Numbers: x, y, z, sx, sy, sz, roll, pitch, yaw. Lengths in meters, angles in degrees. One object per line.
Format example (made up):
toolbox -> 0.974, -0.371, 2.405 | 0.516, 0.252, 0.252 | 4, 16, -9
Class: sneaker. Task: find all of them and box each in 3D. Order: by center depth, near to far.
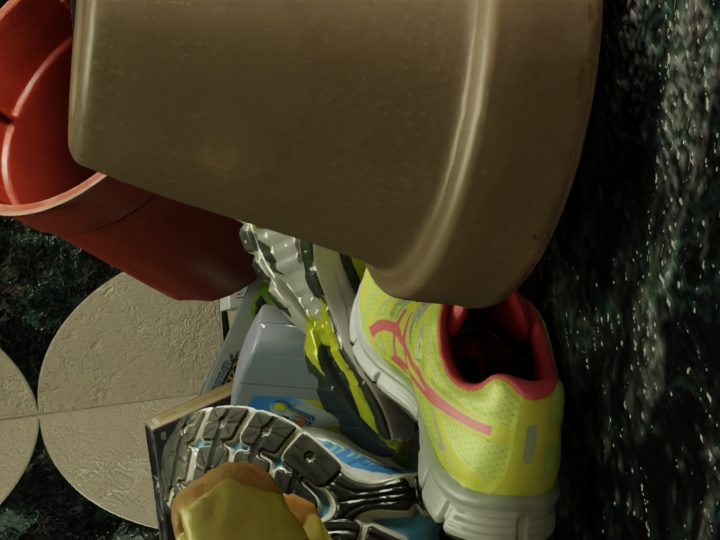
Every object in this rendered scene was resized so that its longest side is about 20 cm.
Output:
sneaker -> 0.051, 0.031, 0.625 | 0.200, 0.078, 0.091 | -118, 32, -54
sneaker -> -0.015, 0.133, 0.734 | 0.090, 0.199, 0.079 | 67, -139, -75
sneaker -> -0.003, -0.001, 0.746 | 0.074, 0.084, 0.201 | -7, 107, 55

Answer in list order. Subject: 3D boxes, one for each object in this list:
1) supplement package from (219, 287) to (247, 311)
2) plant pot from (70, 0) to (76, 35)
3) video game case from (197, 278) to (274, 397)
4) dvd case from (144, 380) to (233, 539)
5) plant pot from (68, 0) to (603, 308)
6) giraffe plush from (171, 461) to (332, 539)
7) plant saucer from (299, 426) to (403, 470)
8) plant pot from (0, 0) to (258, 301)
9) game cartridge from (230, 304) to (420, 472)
supplement package -> -0.085, -0.067, 1.256 | 0.156, 0.110, 0.201 | 165, 98, -81
plant pot -> -0.069, -0.261, 0.798 | 0.178, 0.199, 0.200 | 117, 147, -56
video game case -> -0.068, 0.070, 1.071 | 0.200, 0.045, 0.182 | 58, -124, -79
dvd case -> -0.057, 0.126, 0.971 | 0.016, 0.199, 0.149 | 40, 142, 41
plant pot -> -0.022, -0.090, 0.530 | 0.200, 0.174, 0.201 | -175, 90, -75
giraffe plush -> 0.019, 0.175, 0.584 | 0.173, 0.161, 0.201 | 56, -159, -55
plant saucer -> 0.012, 0.180, 0.858 | 0.200, 0.050, 0.201 | 29, 134, 35
plant pot -> -0.148, -0.082, 0.940 | 0.195, 0.200, 0.201 | 44, -153, -51
game cartridge -> -0.018, 0.099, 0.881 | 0.200, 0.133, 0.041 | 93, -175, -49
